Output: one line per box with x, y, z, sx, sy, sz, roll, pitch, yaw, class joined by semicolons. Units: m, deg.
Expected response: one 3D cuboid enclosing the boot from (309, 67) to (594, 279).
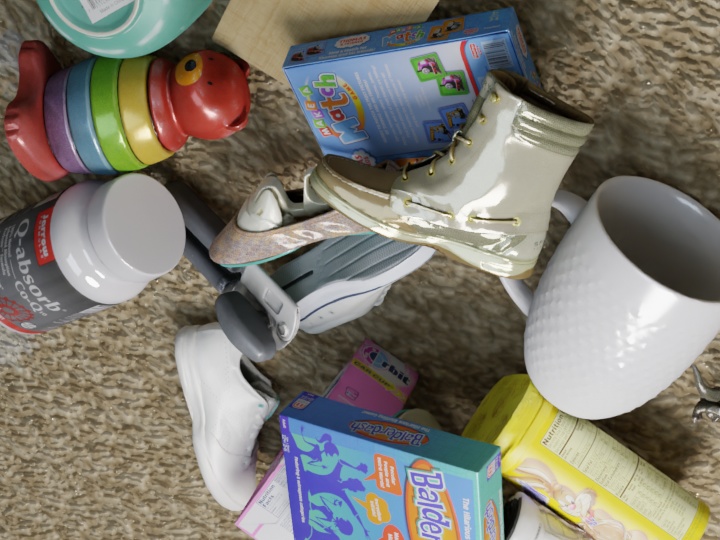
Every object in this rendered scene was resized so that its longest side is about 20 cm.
0.072;-0.094;1.316;0.199;0.072;0.155;20;117;-3;boot

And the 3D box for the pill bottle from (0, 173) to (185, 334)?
-0.259;-0.017;1.513;0.199;0.116;0.116;-20;110;42;pill bottle

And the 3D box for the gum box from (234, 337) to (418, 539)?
-0.035;0.174;1.560;0.066;0.114;0.200;35;123;-1;gum box

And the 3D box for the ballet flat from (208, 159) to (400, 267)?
-0.049;-0.057;1.425;0.199;0.068;0.067;-14;127;15;ballet flat

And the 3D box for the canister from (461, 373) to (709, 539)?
0.198;0.184;1.467;0.199;0.149;0.087;35;81;-5;canister

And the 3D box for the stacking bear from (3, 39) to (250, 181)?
-0.194;-0.144;1.449;0.199;0.122;0.114;-7;142;14;stacking bear

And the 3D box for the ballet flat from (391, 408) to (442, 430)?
0.069;0.184;1.510;0.069;0.070;0.200;6;158;16;ballet flat

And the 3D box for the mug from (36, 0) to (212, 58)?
-0.199;-0.270;1.375;0.151;0.115;0.186;19;123;9;mug

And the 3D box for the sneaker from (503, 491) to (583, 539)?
0.147;0.249;1.509;0.081;0.200;0.076;23;81;-5;sneaker

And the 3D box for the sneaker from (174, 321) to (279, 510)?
-0.117;0.145;1.605;0.088;0.075;0.201;-8;114;11;sneaker

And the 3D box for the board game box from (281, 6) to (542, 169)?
0.053;-0.136;1.380;0.199;0.037;0.152;-7;133;22;board game box

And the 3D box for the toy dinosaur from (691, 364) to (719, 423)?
0.348;0.119;1.410;0.102;0.077;0.200;-27;121;26;toy dinosaur

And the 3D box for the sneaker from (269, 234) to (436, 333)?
0.000;0.000;1.483;0.199;0.074;0.071;-23;148;36;sneaker

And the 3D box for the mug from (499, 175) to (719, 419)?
0.199;0.018;1.382;0.200;0.147;0.176;42;128;16;mug

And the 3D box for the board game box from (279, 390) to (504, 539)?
0.028;0.200;1.427;0.199;0.045;0.153;12;123;30;board game box

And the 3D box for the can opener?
-0.126;-0.004;1.487;0.200;0.066;0.053;48;127;27;can opener

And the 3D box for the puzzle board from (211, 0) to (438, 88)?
-0.027;-0.220;1.371;0.150;0.017;0.200;31;140;-4;puzzle board
